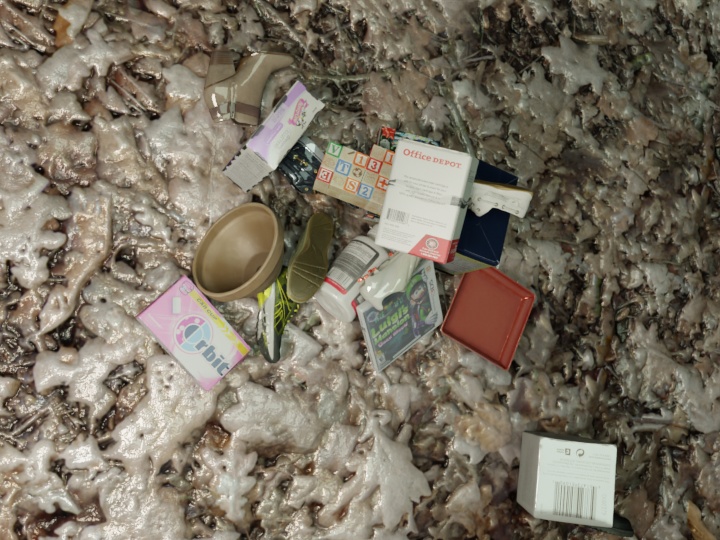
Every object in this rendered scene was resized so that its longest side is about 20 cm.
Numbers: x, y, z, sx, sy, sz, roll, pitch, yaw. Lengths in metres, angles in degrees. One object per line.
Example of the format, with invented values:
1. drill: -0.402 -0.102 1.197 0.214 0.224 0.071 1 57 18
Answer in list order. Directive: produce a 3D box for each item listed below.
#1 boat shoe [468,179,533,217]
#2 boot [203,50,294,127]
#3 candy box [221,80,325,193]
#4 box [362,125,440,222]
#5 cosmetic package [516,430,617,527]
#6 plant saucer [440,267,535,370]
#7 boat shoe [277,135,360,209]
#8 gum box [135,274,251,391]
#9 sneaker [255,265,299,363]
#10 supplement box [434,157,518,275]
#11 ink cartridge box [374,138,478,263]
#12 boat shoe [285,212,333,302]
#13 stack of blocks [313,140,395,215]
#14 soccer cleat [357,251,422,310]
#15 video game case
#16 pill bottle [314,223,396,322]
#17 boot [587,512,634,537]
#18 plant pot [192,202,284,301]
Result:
1. boat shoe: 0.238 -0.140 1.363 0.198 0.071 0.070 9 105 -7
2. boot: -0.223 -0.367 1.416 0.198 0.070 0.148 -7 93 -23
3. candy box: -0.172 -0.253 1.345 0.071 0.200 0.168 40 70 -14
4. box: 0.088 -0.191 1.466 0.136 0.040 0.202 12 75 -10
5. cosmetic package: 0.441 0.443 1.506 0.163 0.200 0.167 6 81 3
6. plant saucer: 0.287 0.098 1.595 0.199 0.037 0.201 30 73 -17
7. boat shoe: -0.082 -0.180 1.454 0.200 0.071 0.091 44 80 -12
8. gum box: -0.310 0.123 1.310 0.113 0.066 0.200 -44 102 -20
9. sneaker: -0.158 0.082 1.379 0.084 0.074 0.202 2 83 -24
10. supplement box: 0.210 -0.111 1.495 0.133 0.200 0.202 20 76 -18
11. ink cartridge box: 0.124 -0.130 1.297 0.143 0.084 0.202 16 100 17
12. boat shoe: -0.106 -0.020 1.392 0.073 0.063 0.202 22 59 -19
13. stack of blocks: 0.017 -0.188 1.398 0.198 0.059 0.116 20 74 -5
14. soccer cleat: 0.081 -0.002 1.383 0.200 0.069 0.078 -39 96 -21
15. video game case: 0.088 0.094 1.462 0.199 0.023 0.183 -34 132 -23
16. pill bottle: 0.000 0.000 1.438 0.111 0.111 0.200 46 69 -12
17. boot: 0.571 0.531 1.643 0.210 0.079 0.159 24 75 -19
18. plant pot: -0.214 -0.021 1.327 0.093 0.200 0.202 43 66 -48
